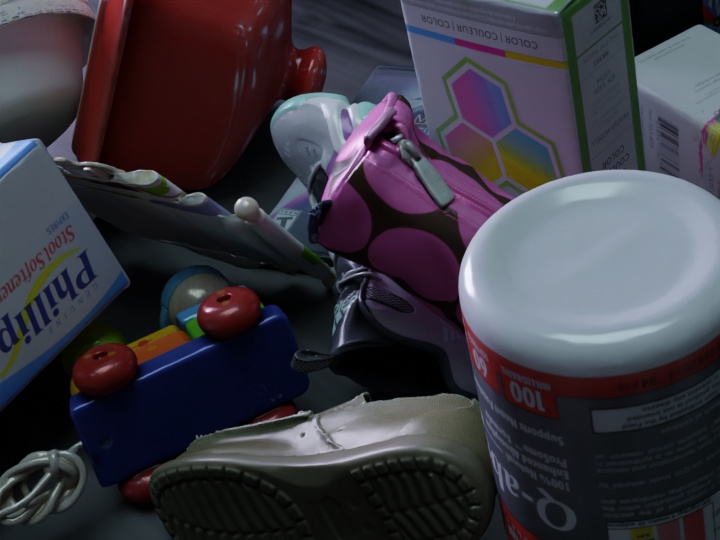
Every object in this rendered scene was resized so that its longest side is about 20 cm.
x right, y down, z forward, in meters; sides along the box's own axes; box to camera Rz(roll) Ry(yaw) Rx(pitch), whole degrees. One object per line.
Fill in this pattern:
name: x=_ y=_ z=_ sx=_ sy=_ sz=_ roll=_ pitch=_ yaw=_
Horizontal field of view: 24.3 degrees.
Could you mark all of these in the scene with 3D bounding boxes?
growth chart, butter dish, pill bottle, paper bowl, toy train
growth chart: x=-0.119 y=-0.036 z=0.953 sx=0.198 sy=0.145 sz=0.018 roll=15 pitch=77 yaw=22
butter dish: x=-0.094 y=-0.140 z=1.079 sx=0.146 sy=0.201 sz=0.200 roll=15 pitch=40 yaw=-6
pill bottle: x=0.110 y=0.070 z=0.698 sx=0.115 sy=0.201 sz=0.116 roll=-9 pitch=37 yaw=7
paper bowl: x=-0.257 y=-0.118 z=1.061 sx=0.199 sy=0.105 sz=0.201 roll=-30 pitch=-6 yaw=-3
toy train: x=-0.137 y=0.066 z=0.893 sx=0.199 sy=0.085 sz=0.116 roll=-25 pitch=28 yaw=-12

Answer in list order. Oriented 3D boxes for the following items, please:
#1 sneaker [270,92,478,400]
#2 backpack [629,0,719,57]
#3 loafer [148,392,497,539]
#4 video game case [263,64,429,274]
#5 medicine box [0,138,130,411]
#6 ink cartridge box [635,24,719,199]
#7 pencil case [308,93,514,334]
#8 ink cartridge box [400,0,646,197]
sneaker: x=0.000 y=0.000 z=0.879 sx=0.199 sy=0.078 sz=0.140 roll=37 pitch=58 yaw=16
backpack: x=0.147 y=-0.164 z=0.966 sx=0.181 sy=0.201 sz=0.135 roll=-15 pitch=42 yaw=-10
loafer: x=-0.014 y=0.102 z=0.792 sx=0.198 sy=0.077 sz=0.067 roll=-7 pitch=22 yaw=35
video game case: x=0.035 y=-0.064 z=1.044 sx=0.142 sy=0.019 sz=0.201 roll=7 pitch=43 yaw=26
medicine box: x=-0.261 y=0.027 z=0.915 sx=0.199 sy=0.103 sz=0.182 roll=-5 pitch=33 yaw=45
ink cartridge box: x=0.217 y=-0.031 z=0.860 sx=0.067 sy=0.116 sz=0.200 roll=-26 pitch=40 yaw=-19
pencil case: x=0.074 y=-0.001 z=0.801 sx=0.199 sy=0.094 sz=0.091 roll=31 pitch=57 yaw=-3
ink cartridge box: x=0.092 y=-0.071 z=0.881 sx=0.103 sy=0.201 sz=0.059 roll=22 pitch=49 yaw=39
